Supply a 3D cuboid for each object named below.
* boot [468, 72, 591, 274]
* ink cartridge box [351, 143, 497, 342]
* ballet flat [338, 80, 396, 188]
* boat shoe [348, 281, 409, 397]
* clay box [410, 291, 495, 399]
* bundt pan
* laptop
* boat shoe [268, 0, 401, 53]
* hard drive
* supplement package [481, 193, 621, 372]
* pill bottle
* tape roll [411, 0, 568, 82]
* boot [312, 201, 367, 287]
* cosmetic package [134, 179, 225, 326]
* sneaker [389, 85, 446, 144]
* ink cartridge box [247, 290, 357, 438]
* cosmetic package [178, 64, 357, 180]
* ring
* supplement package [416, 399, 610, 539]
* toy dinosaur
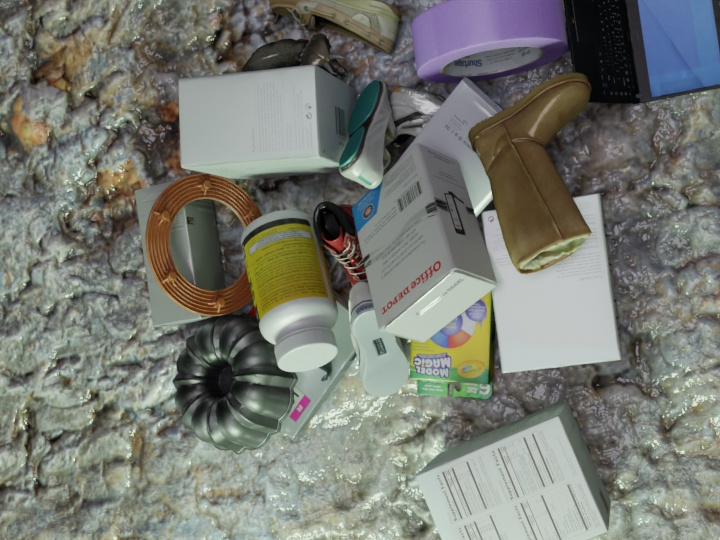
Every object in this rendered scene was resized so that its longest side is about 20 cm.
[{"bbox_3d":[0.232,-0.117,1.213,0.173,0.066,0.203,-30,57,17],"label":"boot"},{"bbox_3d":[0.077,-0.033,1.288,0.146,0.083,0.203,-40,48,35],"label":"ink cartridge box"},{"bbox_3d":[0.016,-0.178,1.357,0.068,0.202,0.070,6,132,7],"label":"ballet flat"},{"bbox_3d":[0.019,0.093,1.372,0.070,0.202,0.071,-17,48,1],"label":"boat shoe"},{"bbox_3d":[0.128,0.077,1.384,0.112,0.048,0.205,2,94,16],"label":"clay box"},{"bbox_3d":[-0.191,0.156,1.436,0.199,0.075,0.207,-9,74,31],"label":"bundt pan"},{"bbox_3d":[0.365,-0.314,1.293,0.102,0.197,0.181,-12,85,52],"label":"laptop"},{"bbox_3d":[-0.042,-0.357,1.431,0.196,0.073,0.065,13,89,8],"label":"boat shoe"},{"bbox_3d":[0.128,-0.140,1.352,0.131,0.025,0.201,41,122,0],"label":"hard drive"},{"bbox_3d":[0.250,0.018,1.300,0.149,0.150,0.205,-8,87,15],"label":"supplement package"},{"bbox_3d":[-0.094,0.029,1.383,0.111,0.112,0.203,-23,63,15],"label":"pill bottle"},{"bbox_3d":[0.166,-0.301,1.302,0.196,0.200,0.067,-9,86,16],"label":"tape roll"},{"bbox_3d":[0.000,0.000,1.378,0.072,0.144,0.203,-30,83,12],"label":"boot"},{"bbox_3d":[-0.260,-0.023,1.474,0.088,0.107,0.204,-12,88,16],"label":"cosmetic package"},{"bbox_3d":[0.128,-0.192,1.385,0.197,0.075,0.090,17,101,25],"label":"sneaker"},{"bbox_3d":[-0.100,0.108,1.459,0.173,0.043,0.201,38,100,12],"label":"ink cartridge box"},{"bbox_3d":[-0.120,-0.198,1.385,0.196,0.199,0.126,-4,89,15],"label":"cosmetic package"},{"bbox_3d":[-0.210,-0.038,1.426,0.019,0.198,0.205,-14,85,52],"label":"ring"},{"bbox_3d":[0.202,0.284,1.304,0.197,0.152,0.153,-25,84,14],"label":"supplement package"},{"bbox_3d":[-0.112,-0.300,1.428,0.195,0.102,0.079,-3,87,5],"label":"toy dinosaur"}]
